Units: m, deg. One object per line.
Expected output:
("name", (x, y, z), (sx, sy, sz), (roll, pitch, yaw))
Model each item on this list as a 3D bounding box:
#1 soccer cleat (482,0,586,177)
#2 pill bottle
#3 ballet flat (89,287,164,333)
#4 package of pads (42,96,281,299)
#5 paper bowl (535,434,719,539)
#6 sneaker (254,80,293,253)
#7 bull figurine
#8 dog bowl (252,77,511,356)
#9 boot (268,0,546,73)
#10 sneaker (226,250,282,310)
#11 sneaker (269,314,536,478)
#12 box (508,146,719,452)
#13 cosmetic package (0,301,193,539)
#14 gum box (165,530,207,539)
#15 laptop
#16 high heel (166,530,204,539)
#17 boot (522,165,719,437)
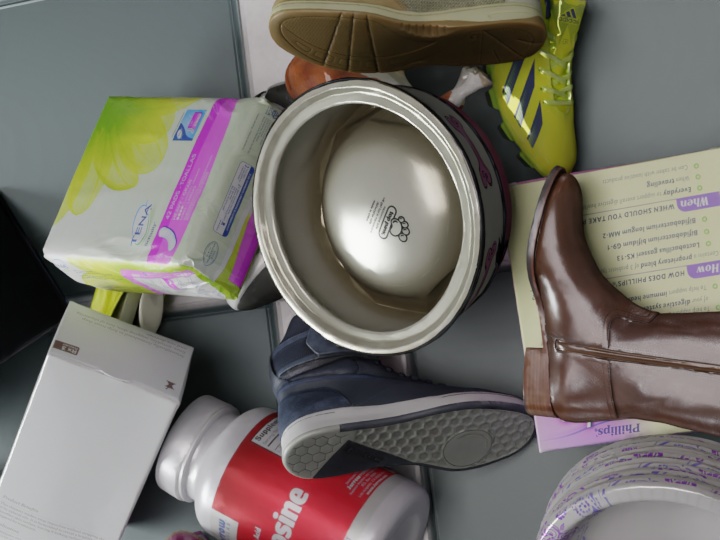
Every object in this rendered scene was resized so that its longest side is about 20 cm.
("soccer cleat", (0.136, -0.169, 1.636), (0.084, 0.065, 0.200), (-17, 82, 31))
("pill bottle", (-0.056, 0.177, 1.697), (0.200, 0.112, 0.112), (25, 100, 21))
("ballet flat", (-0.200, 0.068, 1.777), (0.067, 0.067, 0.200), (22, 97, 43))
("package of pads", (-0.149, -0.056, 1.691), (0.200, 0.068, 0.155), (5, 68, 48))
("paper bowl", (0.228, 0.205, 1.556), (0.200, 0.104, 0.201), (9, 123, 14))
("sneaker", (-0.061, -0.080, 1.725), (0.200, 0.075, 0.115), (-48, 68, 6))
("bull figurine", (0.032, -0.119, 1.626), (0.200, 0.065, 0.121), (40, 99, 15))
("dog bowl", (0.022, -0.044, 1.558), (0.200, 0.074, 0.200), (9, 106, 34))
("boot", (0.030, -0.227, 1.584), (0.200, 0.072, 0.155), (-1, 62, -5))
("sneaker", (0.000, 0.000, 1.662), (0.200, 0.071, 0.099), (-30, 75, -8))
("sneaker", (0.028, 0.085, 1.680), (0.202, 0.146, 0.077), (-1, 130, -13))
("box", (0.212, 0.022, 1.591), (0.176, 0.097, 0.200), (-10, 86, 22))
("cosmetic package", (-0.219, 0.137, 1.731), (0.113, 0.081, 0.200), (23, 120, -7))
("gum box", (-0.122, 0.325, 1.750), (0.113, 0.066, 0.200), (-43, 75, 17))
("laptop", (-0.339, 0.070, 1.827), (0.187, 0.116, 0.200), (52, 139, 44))
("high heel", (-0.070, 0.273, 1.675), (0.200, 0.096, 0.067), (36, 106, -14))
("boot", (0.217, 0.024, 1.504), (0.200, 0.064, 0.187), (4, 99, 23))
